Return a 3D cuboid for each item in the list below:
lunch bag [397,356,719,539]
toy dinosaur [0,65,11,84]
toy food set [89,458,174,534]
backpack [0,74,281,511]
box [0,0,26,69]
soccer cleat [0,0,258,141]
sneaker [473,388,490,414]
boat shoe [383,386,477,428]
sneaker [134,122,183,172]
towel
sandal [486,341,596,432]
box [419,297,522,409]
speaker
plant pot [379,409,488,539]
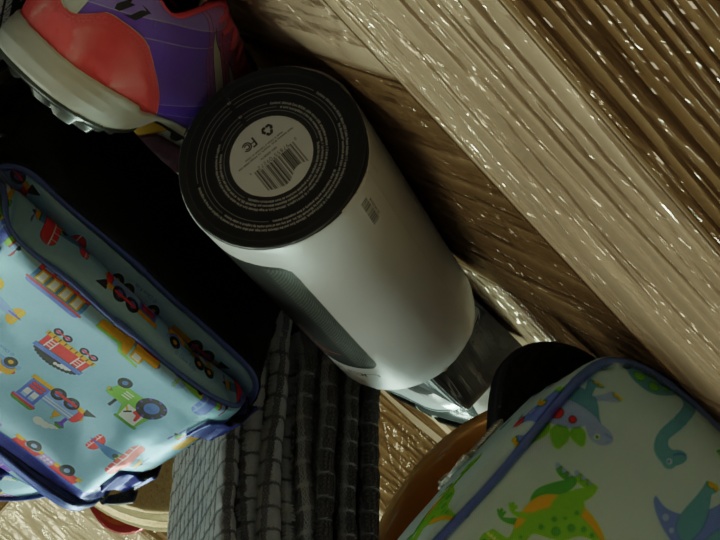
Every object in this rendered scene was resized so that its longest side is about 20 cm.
[{"bbox_3d":[0.107,0.146,0.627,0.200,0.161,0.082,43,160,0],"label":"lunch bag"},{"bbox_3d":[-0.164,-0.092,0.909,0.181,0.105,0.200,0,-135,-35],"label":"toy dinosaur"},{"bbox_3d":[-0.117,0.065,1.014,0.200,0.198,0.049,2,177,16],"label":"toy food set"},{"bbox_3d":[-0.159,0.028,0.755,0.183,0.200,0.135,46,-150,-26],"label":"backpack"},{"bbox_3d":[-0.190,-0.161,0.633,0.164,0.086,0.200,44,163,-6],"label":"box"},{"bbox_3d":[-0.074,-0.095,0.676,0.068,0.073,0.200,43,-167,11],"label":"soccer cleat"},{"bbox_3d":[0.127,0.146,0.965,0.200,0.089,0.075,43,177,0],"label":"sneaker"},{"bbox_3d":[0.040,0.066,1.124,0.057,0.069,0.200,44,173,-24],"label":"boat shoe"},{"bbox_3d":[-0.123,-0.115,0.803,0.200,0.075,0.090,44,-179,-20],"label":"sneaker"},{"bbox_3d":[-0.048,0.127,0.856,0.085,0.200,0.166,9,149,-15],"label":"towel"},{"bbox_3d":[0.076,0.129,0.700,0.075,0.200,0.045,12,154,-10],"label":"sandal"},{"bbox_3d":[0.000,0.000,0.955,0.158,0.050,0.200,45,175,-10],"label":"box"},{"bbox_3d":[-0.007,-0.012,0.730,0.081,0.081,0.200,41,175,25],"label":"speaker"},{"bbox_3d":[0.128,0.184,0.806,0.183,0.200,0.200,26,-173,-38],"label":"plant pot"}]
